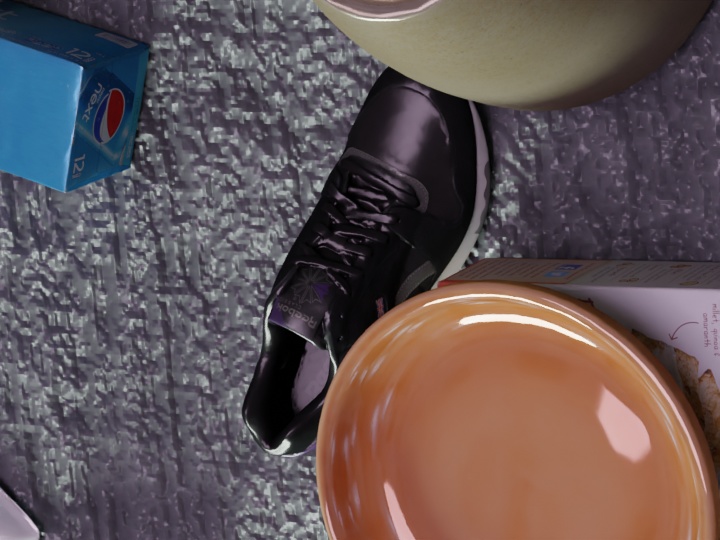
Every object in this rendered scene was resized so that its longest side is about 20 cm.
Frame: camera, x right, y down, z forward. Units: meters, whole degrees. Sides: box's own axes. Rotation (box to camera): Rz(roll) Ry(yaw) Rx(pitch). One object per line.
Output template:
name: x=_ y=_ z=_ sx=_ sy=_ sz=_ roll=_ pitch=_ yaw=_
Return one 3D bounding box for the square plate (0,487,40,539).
square plate: x=-0.293 y=0.145 z=1.618 sx=0.198 sy=0.028 sz=0.200 roll=44 pitch=119 yaw=13

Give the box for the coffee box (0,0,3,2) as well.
coffee box: x=-0.264 y=-0.205 z=1.450 sx=0.199 sy=0.080 sz=0.114 roll=11 pitch=109 yaw=7

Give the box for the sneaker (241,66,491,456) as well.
sneaker: x=0.000 y=0.000 z=1.384 sx=0.075 sy=0.087 sz=0.201 roll=25 pitch=113 yaw=22

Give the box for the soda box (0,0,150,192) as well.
soda box: x=-0.209 y=-0.104 z=1.487 sx=0.199 sy=0.064 sz=0.068 roll=19 pitch=112 yaw=24

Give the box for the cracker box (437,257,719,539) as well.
cracker box: x=0.138 y=0.066 z=1.342 sx=0.199 sy=0.058 sz=0.135 roll=1 pitch=103 yaw=28

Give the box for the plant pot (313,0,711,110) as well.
plant pot: x=0.043 y=-0.154 z=1.241 sx=0.186 sy=0.200 sz=0.188 roll=3 pitch=98 yaw=22

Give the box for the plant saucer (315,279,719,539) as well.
plant saucer: x=0.074 y=0.099 z=1.332 sx=0.199 sy=0.037 sz=0.201 roll=9 pitch=109 yaw=27
